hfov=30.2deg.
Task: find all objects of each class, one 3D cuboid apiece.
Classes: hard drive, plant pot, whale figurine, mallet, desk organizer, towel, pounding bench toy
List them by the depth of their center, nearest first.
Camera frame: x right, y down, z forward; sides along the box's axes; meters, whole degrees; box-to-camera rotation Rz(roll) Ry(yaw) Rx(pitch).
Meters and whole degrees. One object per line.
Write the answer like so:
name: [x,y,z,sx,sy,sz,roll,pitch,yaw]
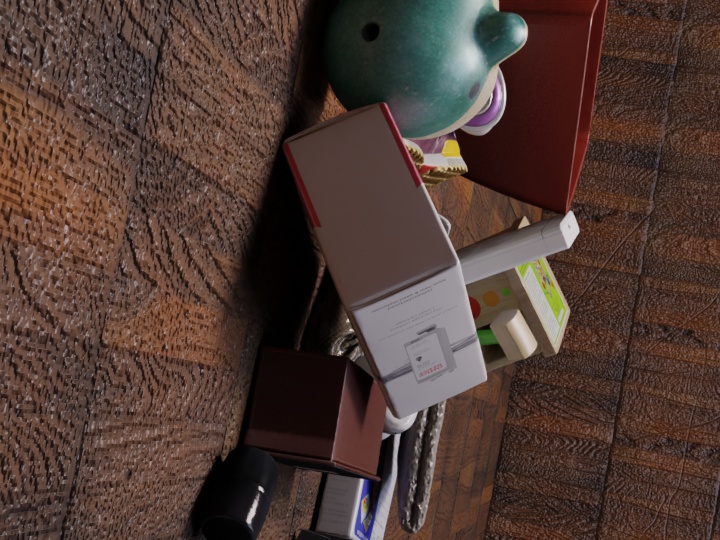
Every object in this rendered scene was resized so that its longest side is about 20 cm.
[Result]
mallet: [-0.083,0.202,0.943,0.201,0.041,0.066,93,10,-49]
whale figurine: [0.045,-0.195,0.953,0.104,0.159,0.201,5,111,-60]
desk organizer: [-0.029,0.114,1.029,0.200,0.071,0.077,51,48,-75]
towel: [0.059,0.136,1.279,0.133,0.034,0.201,-82,-179,-72]
hard drive: [0.111,-0.008,1.306,0.132,0.199,0.027,-34,103,-74]
plant pot: [0.143,-0.194,1.332,0.200,0.175,0.201,-59,155,-60]
pounding bench toy: [0.121,0.053,1.446,0.125,0.155,0.200,63,23,-12]

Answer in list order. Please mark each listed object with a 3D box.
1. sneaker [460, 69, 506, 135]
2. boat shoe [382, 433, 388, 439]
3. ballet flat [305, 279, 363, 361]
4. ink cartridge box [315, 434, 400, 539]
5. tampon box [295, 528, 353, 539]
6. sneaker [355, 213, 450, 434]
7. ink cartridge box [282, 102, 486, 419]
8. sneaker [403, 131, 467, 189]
sneaker: [0.072,-0.209,1.156,0.100,0.074,0.201,29,46,-83]
boat shoe: [0.017,0.052,1.217,0.066,0.070,0.201,31,71,-59]
ballet flat: [0.000,0.000,1.127,0.068,0.046,0.201,84,19,-54]
ink cartridge box: [0.009,0.179,1.327,0.198,0.047,0.201,64,35,-68]
tampon box: [-0.016,0.353,1.140,0.150,0.126,0.201,-61,158,-56]
sneaker: [0.036,0.040,1.149,0.087,0.074,0.201,158,-61,-67]
ink cartridge box: [0.021,-0.002,0.969,0.200,0.082,0.147,69,-2,-61]
sneaker: [0.022,-0.118,1.114,0.200,0.075,0.091,7,62,-68]
